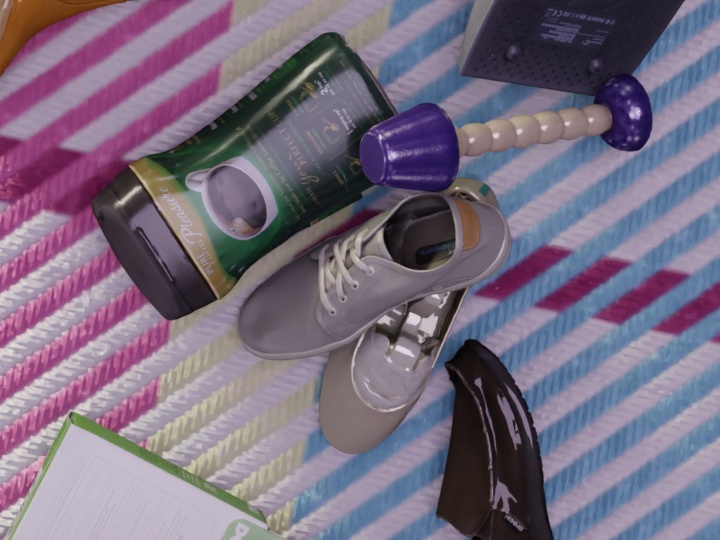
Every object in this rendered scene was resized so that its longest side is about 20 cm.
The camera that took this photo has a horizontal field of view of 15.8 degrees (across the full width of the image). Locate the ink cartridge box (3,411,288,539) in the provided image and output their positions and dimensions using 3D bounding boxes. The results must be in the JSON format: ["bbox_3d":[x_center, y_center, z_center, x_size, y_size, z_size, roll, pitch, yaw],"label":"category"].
[{"bbox_3d":[-0.125,0.185,1.683,0.199,0.059,0.104,28,91,-8],"label":"ink cartridge box"}]

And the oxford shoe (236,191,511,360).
[{"bbox_3d":[0.000,0.000,1.653,0.199,0.058,0.076,-22,64,25],"label":"oxford shoe"}]

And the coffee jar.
[{"bbox_3d":[-0.070,-0.059,1.662,0.199,0.085,0.105,-34,101,-5],"label":"coffee jar"}]

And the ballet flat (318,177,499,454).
[{"bbox_3d":[0.033,0.030,1.691,0.069,0.069,0.201,26,90,-8],"label":"ballet flat"}]

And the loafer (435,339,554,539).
[{"bbox_3d":[0.083,0.146,1.701,0.071,0.073,0.201,-15,96,-8],"label":"loafer"}]

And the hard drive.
[{"bbox_3d":[0.151,-0.199,1.639,0.134,0.042,0.200,6,134,-28],"label":"hard drive"}]

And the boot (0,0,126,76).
[{"bbox_3d":[-0.171,-0.181,1.649,0.143,0.071,0.202,6,122,-33],"label":"boot"}]

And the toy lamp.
[{"bbox_3d":[0.092,-0.087,1.641,0.199,0.058,0.059,-13,96,-29],"label":"toy lamp"}]
